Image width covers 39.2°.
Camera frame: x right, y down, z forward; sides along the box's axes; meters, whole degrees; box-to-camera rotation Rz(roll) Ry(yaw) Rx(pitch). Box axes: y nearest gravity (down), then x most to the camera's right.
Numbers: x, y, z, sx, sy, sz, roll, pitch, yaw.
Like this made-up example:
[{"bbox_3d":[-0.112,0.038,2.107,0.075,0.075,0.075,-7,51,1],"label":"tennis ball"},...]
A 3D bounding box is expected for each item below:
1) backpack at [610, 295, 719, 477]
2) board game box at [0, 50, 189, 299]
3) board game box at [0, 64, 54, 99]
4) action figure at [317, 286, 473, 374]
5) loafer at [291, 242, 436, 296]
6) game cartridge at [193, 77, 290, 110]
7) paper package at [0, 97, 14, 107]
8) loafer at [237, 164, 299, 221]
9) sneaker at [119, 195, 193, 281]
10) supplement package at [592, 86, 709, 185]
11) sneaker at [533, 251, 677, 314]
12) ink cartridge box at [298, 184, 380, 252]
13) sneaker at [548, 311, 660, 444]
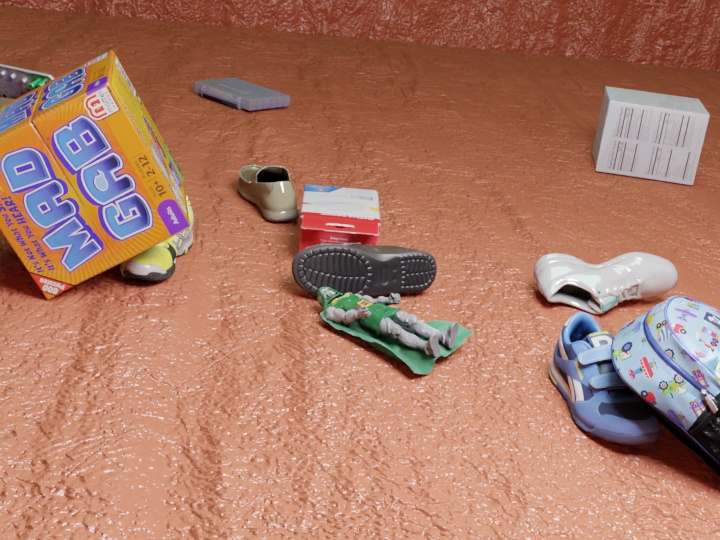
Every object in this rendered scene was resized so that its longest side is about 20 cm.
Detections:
[{"bbox_3d":[0.362,0.099,1.021,0.200,0.135,0.182,39,32,13],"label":"backpack"},{"bbox_3d":[-0.352,-0.126,1.271,0.199,0.201,0.200,-27,25,-1],"label":"board game box"},{"bbox_3d":[-0.539,-0.226,1.582,0.199,0.201,0.026,15,43,23],"label":"board game box"},{"bbox_3d":[0.022,0.059,1.218,0.199,0.055,0.118,18,27,36],"label":"action figure"},{"bbox_3d":[0.000,0.000,1.347,0.198,0.074,0.071,4,11,-20],"label":"loafer"},{"bbox_3d":[-0.275,-0.404,2.316,0.199,0.039,0.129,24,32,37],"label":"game cartridge"},{"bbox_3d":[-0.596,-0.177,1.492,0.189,0.104,0.200,10,35,25],"label":"paper package"},{"bbox_3d":[-0.146,-0.140,1.639,0.075,0.069,0.200,-4,24,-25],"label":"loafer"},{"bbox_3d":[-0.274,-0.045,1.356,0.075,0.077,0.200,8,23,0],"label":"sneaker"},{"bbox_3d":[0.596,-0.281,2.092,0.198,0.152,0.152,9,22,6],"label":"supplement package"},{"bbox_3d":[0.340,0.026,1.382,0.198,0.076,0.089,0,34,-1],"label":"sneaker"},{"bbox_3d":[-0.031,-0.063,1.480,0.115,0.068,0.200,5,22,-2],"label":"ink cartridge box"},{"bbox_3d":[0.262,0.116,1.096,0.073,0.083,0.200,1,24,-16],"label":"sneaker"}]
